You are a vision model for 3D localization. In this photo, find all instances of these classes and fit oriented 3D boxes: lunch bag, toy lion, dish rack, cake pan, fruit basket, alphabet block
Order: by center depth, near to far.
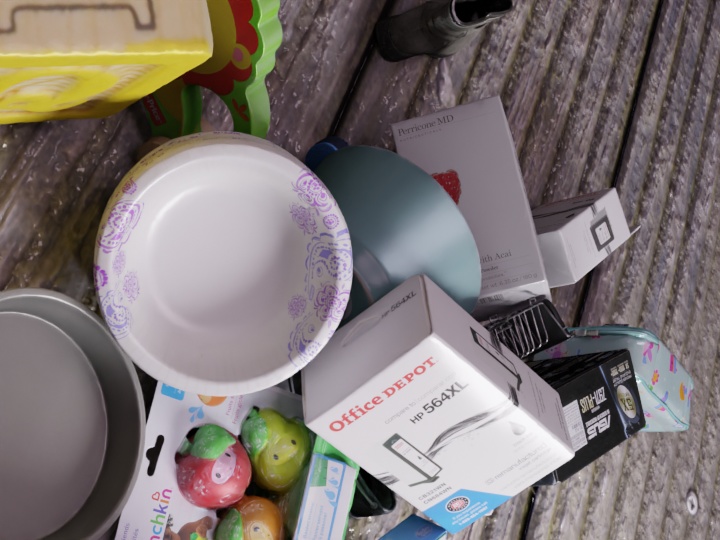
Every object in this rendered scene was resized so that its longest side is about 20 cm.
[{"bbox_3d":[-0.237,-0.219,0.830,0.195,0.195,0.202,-8,86,-34],"label":"alphabet block"},{"bbox_3d":[-0.247,0.114,0.887,0.199,0.037,0.202,15,70,-48],"label":"cake pan"},{"bbox_3d":[-0.133,-0.178,0.969,0.069,0.191,0.201,-43,114,-45],"label":"toy lion"},{"bbox_3d":[-0.097,0.181,1.008,0.199,0.093,0.187,27,68,-35],"label":"fruit basket"},{"bbox_3d":[0.106,0.081,1.160,0.200,0.153,0.055,-13,76,-63],"label":"dish rack"},{"bbox_3d":[0.300,0.129,1.446,0.200,0.159,0.078,39,58,-45],"label":"lunch bag"}]

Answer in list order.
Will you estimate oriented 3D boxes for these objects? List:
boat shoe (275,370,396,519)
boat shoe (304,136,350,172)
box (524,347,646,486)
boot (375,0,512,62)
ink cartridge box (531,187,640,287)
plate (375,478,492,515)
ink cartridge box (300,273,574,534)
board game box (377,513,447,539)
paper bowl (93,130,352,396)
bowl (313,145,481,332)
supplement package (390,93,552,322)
[{"bbox_3d":[-0.020,0.142,1.127,0.073,0.068,0.201,-26,102,-50],"label":"boat shoe"},{"bbox_3d":[0.004,-0.043,1.191,0.069,0.084,0.201,-39,118,-42],"label":"boat shoe"},{"bbox_3d":[0.171,0.153,1.229,0.199,0.163,0.087,-17,94,-51],"label":"box"},{"bbox_3d":[0.120,-0.281,1.343,0.200,0.130,0.068,-30,104,-49],"label":"boot"},{"bbox_3d":[0.244,-0.041,1.449,0.200,0.115,0.067,-32,105,-49],"label":"ink cartridge box"},{"bbox_3d":[0.078,0.145,1.272,0.199,0.032,0.202,24,64,-44],"label":"plate"},{"bbox_3d":[0.065,0.119,1.040,0.200,0.146,0.085,39,26,-29],"label":"ink cartridge box"},{"bbox_3d":[0.011,0.340,1.075,0.153,0.040,0.202,-23,125,-50],"label":"board game box"},{"bbox_3d":[-0.111,-0.010,0.959,0.199,0.104,0.203,-3,104,-12],"label":"paper bowl"},{"bbox_3d":[0.000,0.000,1.090,0.105,0.200,0.202,-41,112,-40],"label":"bowl"},{"bbox_3d":[0.115,-0.057,1.240,0.120,0.120,0.202,46,30,-72],"label":"supplement package"}]
